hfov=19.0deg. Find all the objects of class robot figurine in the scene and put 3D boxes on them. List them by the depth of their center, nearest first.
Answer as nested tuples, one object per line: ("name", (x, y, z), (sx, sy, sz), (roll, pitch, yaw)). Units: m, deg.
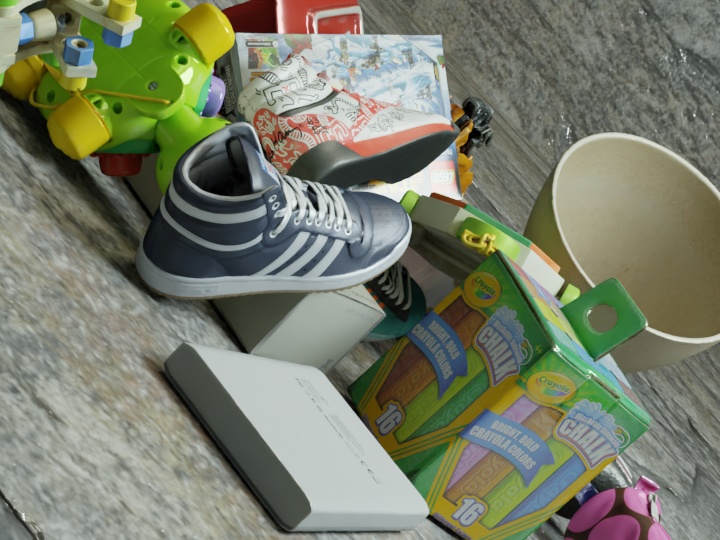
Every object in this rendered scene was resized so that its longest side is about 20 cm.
("robot figurine", (0.051, -0.089, 1.935), (0.058, 0.145, 0.200), (47, -20, 17))

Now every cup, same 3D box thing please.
("cup", (0.207, 0.007, 1.796), (0.199, 0.143, 0.201), (17, 51, -23))

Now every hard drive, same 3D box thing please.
("hard drive", (-0.036, 0.108, 1.355), (0.132, 0.027, 0.200), (51, 12, 19))

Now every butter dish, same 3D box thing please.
("butter dish", (-0.081, -0.153, 1.812), (0.199, 0.147, 0.201), (-27, 113, -69))

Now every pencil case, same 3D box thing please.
("pencil case", (0.222, 0.247, 1.630), (0.091, 0.094, 0.200), (38, 15, -34))

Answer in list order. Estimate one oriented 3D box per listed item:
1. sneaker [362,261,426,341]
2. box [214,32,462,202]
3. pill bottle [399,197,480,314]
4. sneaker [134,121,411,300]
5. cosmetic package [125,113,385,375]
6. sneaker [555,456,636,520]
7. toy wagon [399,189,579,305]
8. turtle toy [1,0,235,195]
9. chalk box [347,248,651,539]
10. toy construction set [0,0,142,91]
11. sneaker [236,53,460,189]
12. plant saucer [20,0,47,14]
("sneaker", (0.000, 0.000, 1.662), (0.200, 0.080, 0.072), (26, 53, -47))
("box", (-0.016, -0.116, 1.695), (0.199, 0.040, 0.138), (-3, 83, -35))
("pill bottle", (0.105, 0.024, 1.897), (0.200, 0.120, 0.120), (37, 14, -38))
("sneaker", (-0.043, -0.043, 1.401), (0.199, 0.109, 0.070), (-9, 51, -28))
("cosmetic package", (-0.081, -0.024, 1.531), (0.200, 0.073, 0.103), (51, 14, 28))
("sneaker", (0.129, 0.148, 1.717), (0.200, 0.076, 0.115), (37, 16, 5))
("toy wagon", (0.096, -0.011, 1.649), (0.155, 0.040, 0.200), (31, -10, 3))
("turtle toy", (-0.147, -0.117, 1.464), (0.200, 0.145, 0.101), (45, -13, 34))
("chalk box", (0.113, 0.082, 1.534), (0.124, 0.200, 0.125), (37, 14, -35))
("toy construction set", (-0.244, -0.185, 1.401), (0.131, 0.093, 0.200), (-11, 28, -34))
("sneaker", (-0.009, -0.119, 1.633), (0.108, 0.067, 0.201), (53, 35, 14))
("plant saucer", (-0.247, -0.232, 1.519), (0.200, 0.200, 0.050), (41, 57, -25))
